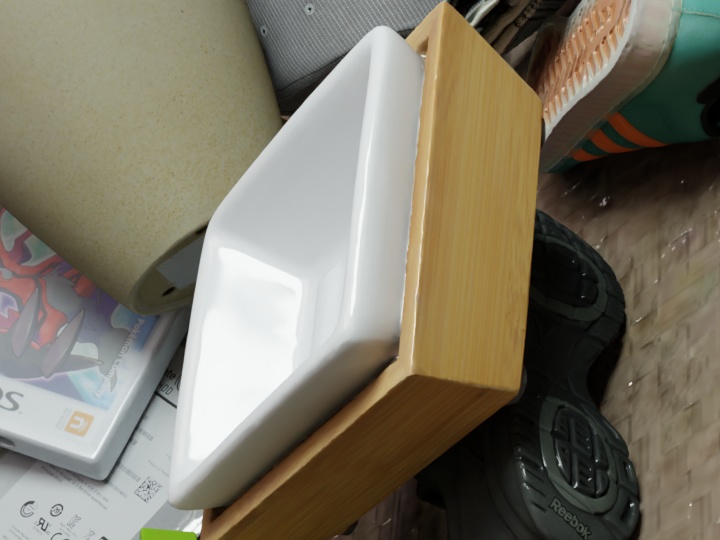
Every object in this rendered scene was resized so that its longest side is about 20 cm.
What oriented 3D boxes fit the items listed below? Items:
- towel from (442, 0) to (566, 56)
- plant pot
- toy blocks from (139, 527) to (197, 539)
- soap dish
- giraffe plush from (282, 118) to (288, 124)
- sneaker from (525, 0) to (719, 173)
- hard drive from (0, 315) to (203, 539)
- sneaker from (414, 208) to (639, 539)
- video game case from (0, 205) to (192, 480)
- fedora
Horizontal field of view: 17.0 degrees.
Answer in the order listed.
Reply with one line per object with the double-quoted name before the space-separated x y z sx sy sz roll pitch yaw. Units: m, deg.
"towel" 0.116 -0.164 1.059 0.192 0.035 0.200 -44 -3 11
"plant pot" -0.119 -0.086 1.117 0.187 0.187 0.201 -42 71 28
"toy blocks" -0.091 0.218 0.991 0.200 0.099 0.138 -111 30 -62
"soap dish" -0.002 0.013 0.947 0.200 0.081 0.158 -44 34 54
"giraffe plush" -0.126 -0.039 1.292 0.200 0.162 0.173 -9 52 58
"sneaker" 0.120 -0.077 1.014 0.200 0.079 0.072 143 138 -75
"hard drive" -0.108 0.099 1.132 0.200 0.038 0.139 -46 47 -15
"sneaker" 0.056 0.050 0.963 0.091 0.076 0.201 -46 24 35
"video game case" -0.159 -0.009 1.180 0.181 0.023 0.201 16 60 21
"fedora" -0.003 -0.130 1.222 0.199 0.176 0.091 -15 75 40
